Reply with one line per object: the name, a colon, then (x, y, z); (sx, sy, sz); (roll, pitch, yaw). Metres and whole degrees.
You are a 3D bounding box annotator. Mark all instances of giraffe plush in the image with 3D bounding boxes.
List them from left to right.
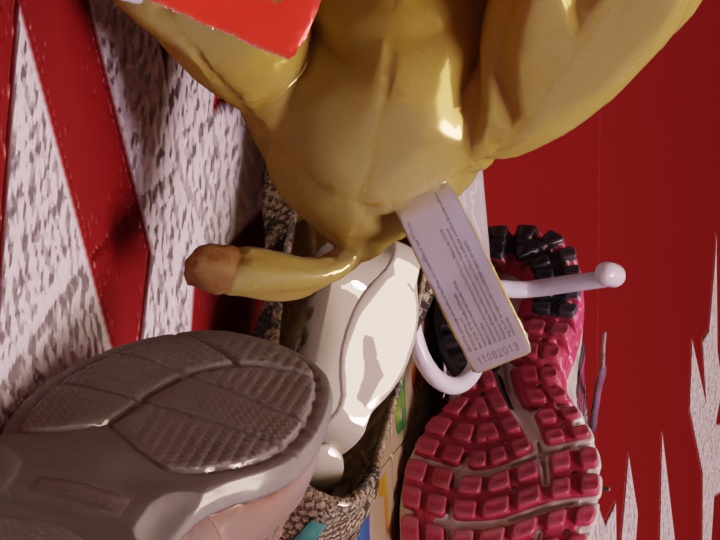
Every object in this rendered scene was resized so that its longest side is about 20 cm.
giraffe plush: (0.009, -0.091, 0.841); (0.162, 0.172, 0.200); (-97, 178, -67)

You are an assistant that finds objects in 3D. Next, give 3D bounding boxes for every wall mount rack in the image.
wall mount rack: (0.041, -0.055, 1.087); (0.174, 0.075, 0.200); (5, 78, -60)

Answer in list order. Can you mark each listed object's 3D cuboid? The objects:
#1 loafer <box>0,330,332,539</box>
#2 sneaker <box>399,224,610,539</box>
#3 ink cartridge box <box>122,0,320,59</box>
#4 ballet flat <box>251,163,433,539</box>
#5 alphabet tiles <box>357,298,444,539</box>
loafer: (-0.065, 0.074, 0.707); (0.200, 0.072, 0.063); (-44, 149, -63)
sneaker: (0.066, 0.076, 1.156); (0.075, 0.081, 0.200); (77, 18, -47)
ink cartridge box: (-0.024, -0.135, 0.639); (0.200, 0.057, 0.163); (19, 99, -52)
ballet flat: (0.000, 0.000, 0.918); (0.075, 0.068, 0.200); (-42, -147, 56)
alphabet tiles: (0.015, 0.070, 1.126); (0.166, 0.006, 0.200); (-40, 128, -73)
